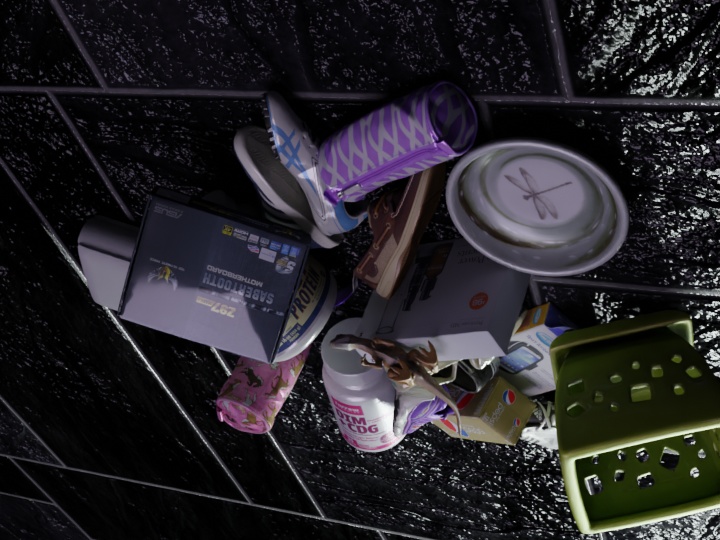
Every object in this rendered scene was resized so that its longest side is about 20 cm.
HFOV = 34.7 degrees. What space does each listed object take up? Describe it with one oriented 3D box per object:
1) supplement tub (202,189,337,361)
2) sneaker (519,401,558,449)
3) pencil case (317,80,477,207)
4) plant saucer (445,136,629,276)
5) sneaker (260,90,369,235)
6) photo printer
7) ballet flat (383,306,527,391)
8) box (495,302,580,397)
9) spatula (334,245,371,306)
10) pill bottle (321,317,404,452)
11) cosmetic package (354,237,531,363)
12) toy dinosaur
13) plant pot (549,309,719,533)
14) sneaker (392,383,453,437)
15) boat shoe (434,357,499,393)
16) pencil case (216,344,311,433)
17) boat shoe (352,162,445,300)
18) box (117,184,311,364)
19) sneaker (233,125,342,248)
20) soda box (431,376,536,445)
[{"bbox_3d":[-0.142,0.007,1.478,0.199,0.146,0.144,40,144,-26],"label":"supplement tub"},{"bbox_3d":[0.278,0.201,1.535,0.114,0.077,0.200,8,157,-26],"label":"sneaker"},{"bbox_3d":[0.034,-0.133,1.227,0.084,0.086,0.199,42,142,-21],"label":"pencil case"},{"bbox_3d":[0.191,-0.078,1.233,0.197,0.051,0.202,14,142,11],"label":"plant saucer"},{"bbox_3d":[-0.053,-0.128,1.317,0.072,0.072,0.201,-26,125,9],"label":"sneaker"},{"bbox_3d":[-0.296,0.012,1.651,0.197,0.070,0.167,17,147,9],"label":"photo printer"},{"bbox_3d":[0.122,0.100,1.436,0.197,0.070,0.070,-18,148,-12],"label":"ballet flat"},{"bbox_3d":[0.227,0.107,1.499,0.119,0.042,0.199,38,142,-22],"label":"box"},{"bbox_3d":[0.000,0.000,1.481,0.020,0.057,0.200,40,140,3],"label":"spatula"},{"bbox_3d":[0.007,0.163,1.642,0.112,0.114,0.201,10,145,19],"label":"pill bottle"},{"bbox_3d":[0.099,0.034,1.366,0.198,0.152,0.052,-9,137,39],"label":"cosmetic package"},{"bbox_3d":[0.062,0.116,1.330,0.199,0.061,0.106,34,169,-5],"label":"toy dinosaur"},{"bbox_3d":[0.324,0.170,1.359,0.196,0.183,0.201,-13,140,9],"label":"plant pot"},{"bbox_3d":[0.085,0.183,1.537,0.082,0.082,0.200,5,170,1],"label":"sneaker"},{"bbox_3d":[0.084,0.093,1.505,0.198,0.064,0.071,27,136,23],"label":"boat shoe"},{"bbox_3d":[-0.127,0.126,1.590,0.086,0.202,0.083,-14,133,45],"label":"pencil case"},{"bbox_3d":[0.038,-0.058,1.322,0.071,0.072,0.202,29,133,11],"label":"boat shoe"},{"bbox_3d":[-0.173,0.006,1.364,0.197,0.051,0.160,18,107,-6],"label":"box"},{"bbox_3d":[-0.104,-0.090,1.381,0.084,0.076,0.200,-11,135,34],"label":"sneaker"},{"bbox_3d":[0.157,0.189,1.576,0.067,0.064,0.200,37,165,-14],"label":"soda box"}]
